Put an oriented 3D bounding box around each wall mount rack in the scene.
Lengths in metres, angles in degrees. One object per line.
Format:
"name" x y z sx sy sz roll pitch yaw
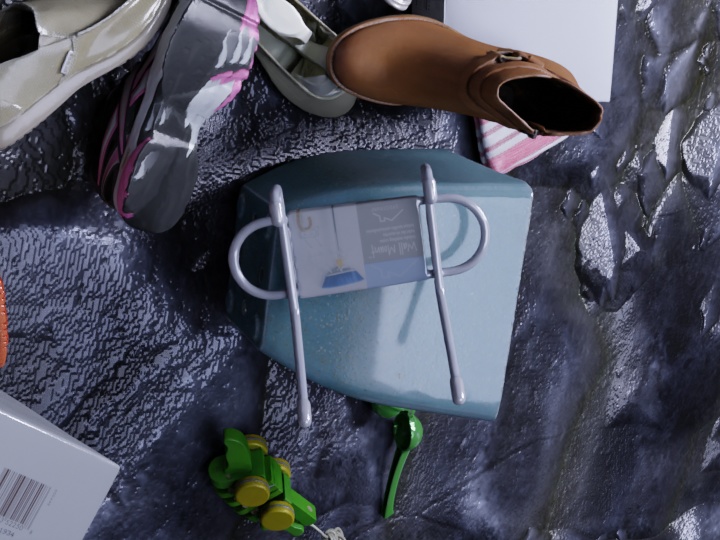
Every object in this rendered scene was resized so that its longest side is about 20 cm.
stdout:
"wall mount rack" 0.003 0.016 1.083 0.199 0.075 0.175 -8 101 1

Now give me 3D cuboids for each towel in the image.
"towel" 0.150 -0.203 1.385 0.146 0.030 0.201 -31 120 -30

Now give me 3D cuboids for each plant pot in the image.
"plant pot" 0.000 0.000 1.209 0.199 0.196 0.197 4 102 -21

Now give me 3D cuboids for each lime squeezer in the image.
"lime squeezer" 0.018 0.142 1.379 0.070 0.038 0.200 -22 124 1

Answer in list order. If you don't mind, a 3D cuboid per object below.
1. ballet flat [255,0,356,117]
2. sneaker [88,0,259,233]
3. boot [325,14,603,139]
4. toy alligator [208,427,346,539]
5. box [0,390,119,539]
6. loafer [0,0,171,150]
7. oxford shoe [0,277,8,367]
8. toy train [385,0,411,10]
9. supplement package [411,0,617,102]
"ballet flat" -0.052 -0.183 1.185 0.200 0.069 0.070 38 78 -42
"sneaker" -0.152 -0.135 1.095 0.080 0.086 0.201 29 85 -47
"boot" 0.080 -0.142 1.135 0.199 0.155 0.077 12 105 -15
"toy alligator" -0.081 0.206 1.294 0.054 0.059 0.200 -24 132 16
"box" -0.278 0.122 0.988 0.124 0.200 0.098 34 81 -42
"loafer" -0.214 -0.168 1.039 0.200 0.076 0.068 -47 135 -19
"oxford shoe" -0.298 -0.019 1.028 0.072 0.071 0.201 -19 110 -17
"toy train" -0.050 -0.264 1.142 0.199 0.056 0.151 9 67 -42
"supplement package" 0.132 -0.251 1.256 0.155 0.111 0.201 -2 107 -12
